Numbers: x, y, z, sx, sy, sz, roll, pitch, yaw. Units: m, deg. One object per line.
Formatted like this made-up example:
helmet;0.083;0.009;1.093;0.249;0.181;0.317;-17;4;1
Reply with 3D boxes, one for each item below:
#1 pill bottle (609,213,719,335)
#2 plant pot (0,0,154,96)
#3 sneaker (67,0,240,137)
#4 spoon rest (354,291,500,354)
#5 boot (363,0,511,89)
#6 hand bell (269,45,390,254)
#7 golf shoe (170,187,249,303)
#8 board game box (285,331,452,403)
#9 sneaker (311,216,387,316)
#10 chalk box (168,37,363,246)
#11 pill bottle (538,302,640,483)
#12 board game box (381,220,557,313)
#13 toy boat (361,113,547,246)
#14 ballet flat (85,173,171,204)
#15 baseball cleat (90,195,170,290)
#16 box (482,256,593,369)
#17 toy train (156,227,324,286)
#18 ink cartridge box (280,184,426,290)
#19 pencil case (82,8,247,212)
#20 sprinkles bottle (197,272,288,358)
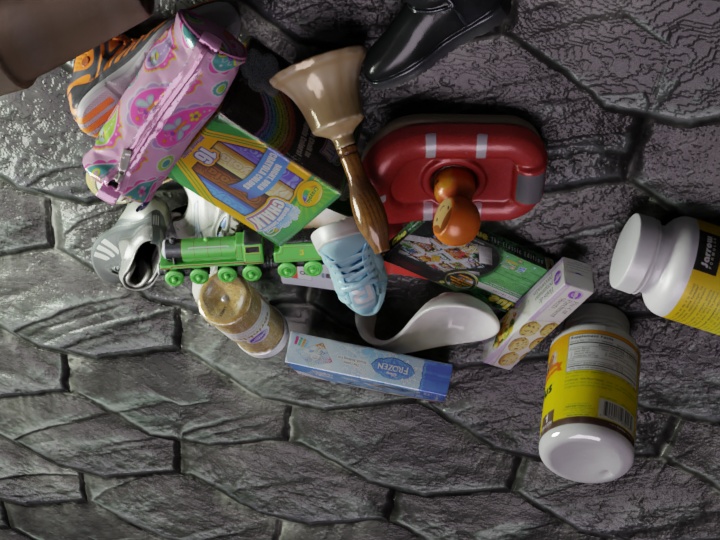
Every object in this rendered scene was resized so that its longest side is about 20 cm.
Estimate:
pill bottle;0.378;0.008;1.440;0.199;0.113;0.113;17;141;-5
plant pot;-0.295;-0.279;1.263;0.173;0.201;0.200;-11;137;6
sneaker;-0.223;-0.231;1.369;0.200;0.112;0.078;-33;137;1
spoon rest;0.077;0.067;1.615;0.199;0.061;0.099;-7;151;39
boot;0.022;-0.278;1.233;0.164;0.066;0.200;-30;131;20
hand bell;-0.012;-0.113;1.338;0.104;0.104;0.201;-19;89;34
golf shoe;-0.185;-0.041;1.601;0.097;0.078;0.200;30;136;7
board game box;0.013;0.124;1.670;0.198;0.044;0.200;12;172;4
sneaker;0.000;0.000;1.465;0.074;0.082;0.200;-22;162;5
chalk box;-0.084;-0.122;1.416;0.200;0.125;0.124;34;137;-21
pill bottle;0.270;0.139;1.558;0.109;0.201;0.109;8;141;7
board game box;0.134;-0.008;1.543;0.199;0.024;0.105;23;140;-24
toy boat;0.096;-0.081;1.388;0.199;0.131;0.131;0;140;2
ballet flat;-0.255;-0.113;1.525;0.200;0.071;0.071;-23;128;37
baseball cleat;-0.285;-0.012;1.614;0.069;0.107;0.200;11;149;-19
box;0.206;0.054;1.570;0.041;0.039;0.200;15;144;-19
toy train;-0.135;-0.018;1.520;0.199;0.042;0.057;-4;130;-1
ink cartridge box;0.002;-0.034;1.554;0.199;0.050;0.163;11;141;9
pencil case;-0.194;-0.157;1.307;0.087;0.088;0.200;32;109;-20
sprinkles bottle;-0.141;0.056;1.628;0.068;0.069;0.200;5;166;11
